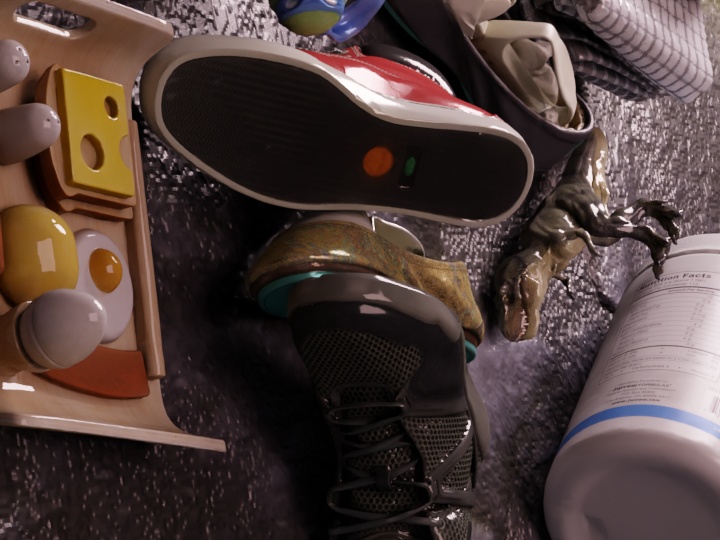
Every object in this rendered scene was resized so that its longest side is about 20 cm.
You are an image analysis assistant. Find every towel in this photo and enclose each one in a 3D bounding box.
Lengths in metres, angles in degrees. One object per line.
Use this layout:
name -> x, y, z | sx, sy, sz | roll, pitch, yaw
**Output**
towel -> 0.136, -0.204, 1.593 | 0.166, 0.086, 0.200 | 21, 58, -55

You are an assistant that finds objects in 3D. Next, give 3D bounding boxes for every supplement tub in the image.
supplement tub -> 0.189, 0.086, 1.503 | 0.132, 0.132, 0.200 | 60, 34, -23

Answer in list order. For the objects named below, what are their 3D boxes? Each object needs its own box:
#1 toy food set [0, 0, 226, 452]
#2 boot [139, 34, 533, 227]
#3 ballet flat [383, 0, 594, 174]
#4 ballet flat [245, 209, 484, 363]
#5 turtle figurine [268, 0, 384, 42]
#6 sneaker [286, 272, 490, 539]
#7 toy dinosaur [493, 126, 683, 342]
toy food set -> -0.116, -0.024, 1.127 | 0.143, 0.060, 0.200 | 13, 67, -56
boot -> -0.028, -0.084, 1.300 | 0.200, 0.072, 0.144 | 13, 18, -26
ballet flat -> 0.070, -0.136, 1.468 | 0.200, 0.073, 0.073 | 53, 37, -31
ballet flat -> 0.000, 0.000, 1.301 | 0.200, 0.071, 0.071 | 25, 56, -58
turtle figurine -> -0.040, -0.223, 1.254 | 0.200, 0.144, 0.194 | 28, 46, -47
sneaker -> 0.014, 0.082, 1.247 | 0.199, 0.076, 0.114 | 66, 25, -56
toy dinosaur -> 0.138, -0.029, 1.516 | 0.200, 0.088, 0.047 | -62, 164, -49
